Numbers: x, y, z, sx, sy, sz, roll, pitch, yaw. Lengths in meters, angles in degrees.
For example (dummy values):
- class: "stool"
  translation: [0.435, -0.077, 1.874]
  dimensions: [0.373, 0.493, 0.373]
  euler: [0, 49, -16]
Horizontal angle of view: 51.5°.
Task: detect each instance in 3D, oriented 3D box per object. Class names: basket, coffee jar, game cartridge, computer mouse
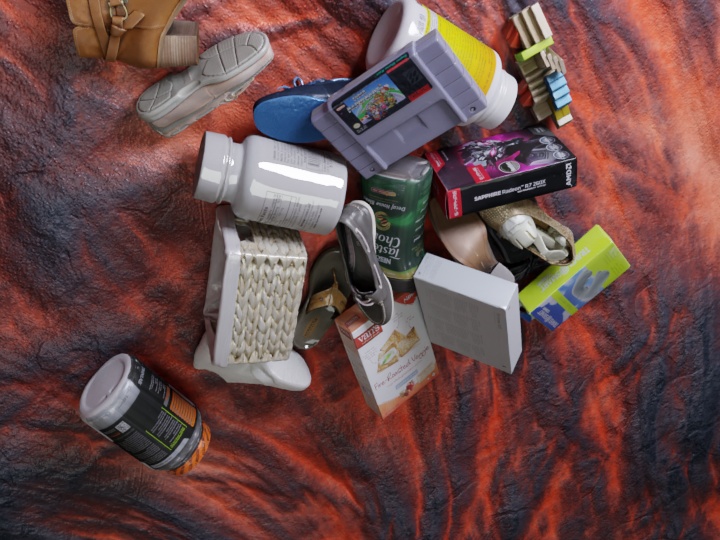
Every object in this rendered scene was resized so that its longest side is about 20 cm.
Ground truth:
- class: "basket"
  translation: [-0.158, 0.025, 1.102]
  dimensions: [0.120, 0.137, 0.204]
  euler: [2, 122, -20]
- class: "coffee jar"
  translation: [0.051, -0.066, 1.110]
  dimensions: [0.102, 0.086, 0.204]
  euler: [14, 126, 21]
- class: "game cartridge"
  translation: [0.047, -0.206, 0.951]
  dimensions: [0.197, 0.039, 0.129]
  euler: [-27, 137, 27]
- class: "computer mouse"
  translation: [0.246, -0.063, 1.197]
  dimensions: [0.136, 0.053, 0.202]
  euler: [-25, 135, 5]

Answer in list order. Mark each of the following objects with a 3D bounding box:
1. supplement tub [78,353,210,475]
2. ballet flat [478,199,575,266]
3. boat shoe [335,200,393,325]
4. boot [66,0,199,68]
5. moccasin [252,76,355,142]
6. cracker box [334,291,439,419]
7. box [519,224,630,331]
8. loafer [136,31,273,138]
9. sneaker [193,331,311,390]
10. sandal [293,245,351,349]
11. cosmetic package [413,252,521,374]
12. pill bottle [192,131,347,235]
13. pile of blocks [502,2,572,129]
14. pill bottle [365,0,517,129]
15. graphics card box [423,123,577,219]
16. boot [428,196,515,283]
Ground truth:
- class: "supplement tub"
  translation: [-0.341, 0.237, 1.199]
  dimensions: [0.121, 0.123, 0.201]
  euler: [-34, 123, 10]
- class: "ballet flat"
  translation: [0.260, -0.058, 1.121]
  dimensions: [0.197, 0.066, 0.071]
  euler: [19, 130, -31]
- class: "boat shoe"
  translation: [0.000, 0.000, 1.089]
  dimensions: [0.065, 0.057, 0.205]
  euler: [5, 120, 33]
- class: "boot"
  translation: [-0.270, -0.340, 0.882]
  dimensions: [0.151, 0.078, 0.203]
  euler: [1, 129, -9]
- class: "moccasin"
  translation: [-0.049, -0.220, 1.010]
  dimensions: [0.194, 0.069, 0.082]
  euler: [-4, 132, -11]
- class: "cracker box"
  translation: [0.048, 0.128, 1.235]
  dimensions: [0.133, 0.057, 0.203]
  euler: [-34, 127, -20]
- class: "box"
  translation: [0.350, 0.024, 1.256]
  dimensions: [0.200, 0.048, 0.121]
  euler: [-43, 143, 14]
- class: "loafer"
  translation: [-0.195, -0.239, 0.968]
  dimensions: [0.196, 0.073, 0.063]
  euler: [-25, 142, 11]
- class: "sneaker"
  translation: [-0.180, 0.160, 1.230]
  dimensions: [0.196, 0.076, 0.089]
  euler: [23, 128, -19]
- class: "sandal"
  translation: [-0.059, 0.054, 1.190]
  dimensions: [0.080, 0.055, 0.202]
  euler: [19, 116, -24]
- class: "cosmetic package"
  translation: [0.169, 0.069, 1.147]
  dimensions: [0.052, 0.148, 0.202]
  euler: [-55, 151, -23]
- class: "pill bottle"
  translation: [-0.125, -0.123, 1.023]
  dimensions: [0.195, 0.115, 0.116]
  euler: [11, 120, -19]
- class: "pile of blocks"
  translation: [0.245, -0.269, 1.039]
  dimensions: [0.061, 0.083, 0.202]
  euler: [-28, 125, 6]
- class: "pill bottle"
  translation: [0.111, -0.266, 0.991]
  dimensions: [0.196, 0.110, 0.110]
  euler: [22, 116, -25]
- class: "graphics card box"
  translation: [0.199, -0.146, 1.081]
  dimensions: [0.195, 0.126, 0.052]
  euler: [-13, 124, -4]
- class: "boot"
  translation: [0.170, -0.018, 1.164]
  dimensions: [0.070, 0.146, 0.201]
  euler: [-37, 82, -7]
